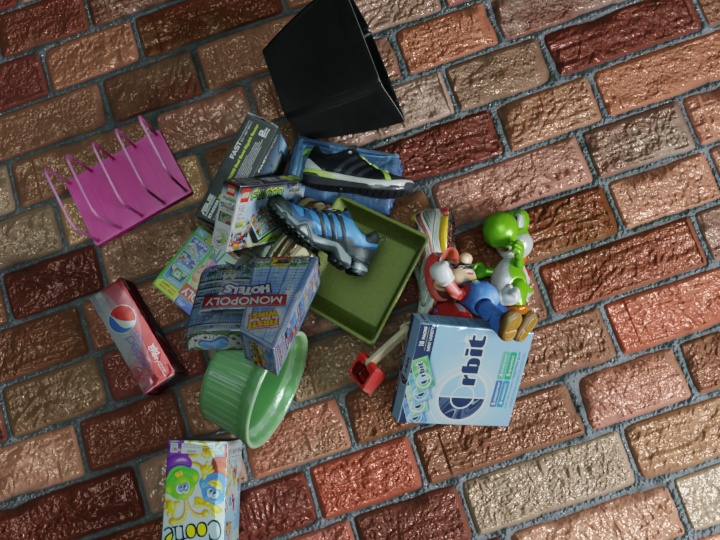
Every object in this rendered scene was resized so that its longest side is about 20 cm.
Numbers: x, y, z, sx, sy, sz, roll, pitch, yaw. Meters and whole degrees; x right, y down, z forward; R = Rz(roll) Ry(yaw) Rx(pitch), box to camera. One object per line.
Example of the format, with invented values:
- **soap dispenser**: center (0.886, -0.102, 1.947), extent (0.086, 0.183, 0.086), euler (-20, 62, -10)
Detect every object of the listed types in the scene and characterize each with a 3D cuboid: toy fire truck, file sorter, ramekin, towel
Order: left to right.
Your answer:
- **file sorter**: center (-0.429, -0.161, 1.331), extent (0.199, 0.125, 0.139), euler (-30, 80, -1)
- **ramekin**: center (-0.173, 0.175, 1.222), extent (0.097, 0.200, 0.201), euler (21, 82, 15)
- **towel**: center (-0.030, -0.167, 1.342), extent (0.199, 0.049, 0.112), euler (12, 82, 6)
- **toy fire truck**: center (0.087, 0.123, 1.233), extent (0.200, 0.141, 0.049), euler (-51, 47, 5)

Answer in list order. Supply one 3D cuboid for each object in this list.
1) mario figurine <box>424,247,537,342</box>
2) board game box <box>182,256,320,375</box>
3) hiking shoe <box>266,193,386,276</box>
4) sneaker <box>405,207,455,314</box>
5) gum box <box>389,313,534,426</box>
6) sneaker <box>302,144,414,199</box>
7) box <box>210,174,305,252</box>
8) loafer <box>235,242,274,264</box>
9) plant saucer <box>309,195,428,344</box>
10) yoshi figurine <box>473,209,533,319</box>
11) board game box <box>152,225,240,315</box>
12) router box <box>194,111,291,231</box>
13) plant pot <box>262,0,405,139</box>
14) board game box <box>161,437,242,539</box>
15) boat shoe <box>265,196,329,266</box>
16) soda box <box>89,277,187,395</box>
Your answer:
- **mario figurine**: center (0.182, 0.021, 1.168), extent (0.106, 0.124, 0.200), euler (-43, 54, -14)
- **board game box**: center (-0.168, 0.066, 1.156), extent (0.199, 0.062, 0.201), euler (-1, 41, 3)
- **hiking shoe**: center (-0.059, -0.072, 1.223), extent (0.200, 0.074, 0.087), euler (35, 77, -18)
- **sneaker**: center (0.114, -0.009, 1.299), extent (0.082, 0.078, 0.201), euler (2, 76, 17)
- **gum box**: center (0.161, 0.161, 1.203), extent (0.199, 0.045, 0.171), euler (7, 107, -18)
- **sneaker**: center (-0.005, -0.174, 1.280), extent (0.199, 0.072, 0.083), euler (8, 83, 6)
- **box**: center (-0.165, -0.099, 1.249), extent (0.035, 0.200, 0.111), euler (22, 109, 22)
- **loafer**: center (-0.203, 0.033, 1.283), extent (0.072, 0.063, 0.201), euler (30, 83, 9)
- **plant saucer**: center (0.000, 0.000, 1.282), extent (0.199, 0.048, 0.201), euler (28, 88, 30)
- **yoshi figurine**: center (0.237, -0.013, 1.268), extent (0.112, 0.112, 0.201), euler (5, 77, 12)
- **board game box**: center (-0.250, 0.033, 1.334), extent (0.200, 0.029, 0.135), euler (37, 84, 9)
- **router box**: center (-0.197, -0.150, 1.300), extent (0.062, 0.150, 0.201), euler (24, 83, 8)
- **plant pot**: center (-0.053, -0.340, 1.309), extent (0.177, 0.199, 0.201), euler (-21, 79, 11)
- **board game box**: center (-0.258, 0.379, 1.236), extent (0.102, 0.105, 0.201), euler (0, 79, 5)
- **boat shoe**: center (-0.105, -0.027, 1.273), extent (0.074, 0.076, 0.201), euler (21, 86, 27)
- **soda box**: center (-0.386, 0.116, 1.312), extent (0.070, 0.063, 0.201), euler (-33, 79, -2)
